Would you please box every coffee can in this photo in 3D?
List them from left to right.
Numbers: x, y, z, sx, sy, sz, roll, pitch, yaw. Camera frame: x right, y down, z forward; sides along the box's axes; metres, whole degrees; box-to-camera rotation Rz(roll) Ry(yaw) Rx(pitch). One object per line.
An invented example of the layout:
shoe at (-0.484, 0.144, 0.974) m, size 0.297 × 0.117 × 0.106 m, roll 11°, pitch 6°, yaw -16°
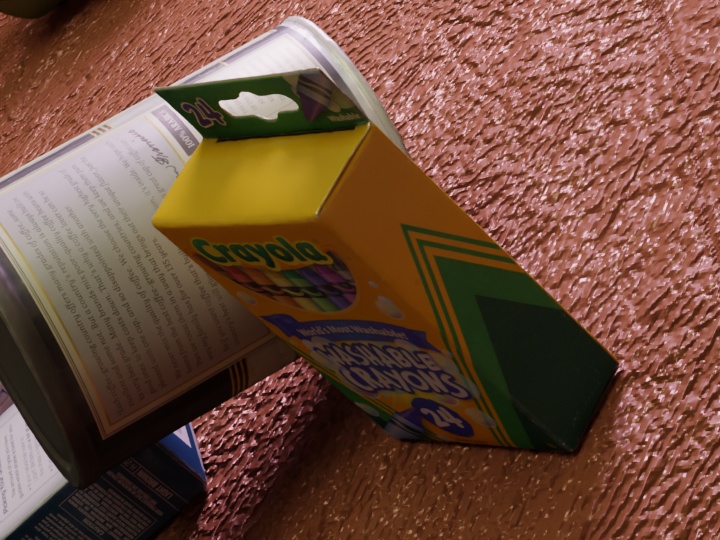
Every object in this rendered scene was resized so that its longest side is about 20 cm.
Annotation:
coffee can at (-0.082, -0.010, 1.181) m, size 0.199 × 0.147 × 0.146 m, roll -30°, pitch 26°, yaw -14°

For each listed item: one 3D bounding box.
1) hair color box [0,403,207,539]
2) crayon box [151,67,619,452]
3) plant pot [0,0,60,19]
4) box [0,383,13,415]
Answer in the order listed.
hair color box at (-0.175, 0.130, 1.285) m, size 0.200 × 0.060 × 0.100 m, roll -41°, pitch 31°, yaw 11°
crayon box at (0.000, 0.000, 1.064) m, size 0.125 × 0.200 × 0.052 m, roll -1°, pitch 52°, yaw 53°
plant pot at (-0.217, -0.285, 1.762) m, size 0.190 × 0.199 × 0.201 m, roll -49°, pitch 26°, yaw 24°
box at (-0.278, 0.064, 1.465) m, size 0.200 × 0.101 × 0.112 m, roll -49°, pitch 28°, yaw -3°
